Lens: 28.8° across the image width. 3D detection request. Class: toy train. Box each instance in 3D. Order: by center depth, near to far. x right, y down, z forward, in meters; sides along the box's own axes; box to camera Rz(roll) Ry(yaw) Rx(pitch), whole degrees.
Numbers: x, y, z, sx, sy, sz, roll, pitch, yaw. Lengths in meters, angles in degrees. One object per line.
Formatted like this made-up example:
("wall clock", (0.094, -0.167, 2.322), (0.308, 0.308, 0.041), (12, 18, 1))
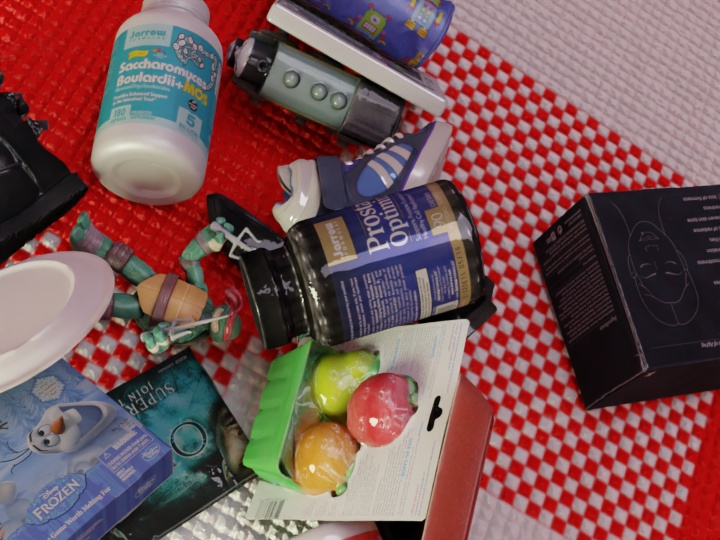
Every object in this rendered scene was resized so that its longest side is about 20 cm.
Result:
("toy train", (-0.043, -0.184, 1.431), (0.198, 0.114, 0.086), (24, 95, -13))

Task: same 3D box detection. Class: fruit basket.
("fruit basket", (0.000, 0.135, 1.232), (0.094, 0.198, 0.188), (46, 50, -45))

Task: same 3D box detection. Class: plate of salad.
("plate of salad", (-0.292, 0.053, 1.168), (0.200, 0.198, 0.049), (-47, 130, -34))

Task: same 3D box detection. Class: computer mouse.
("computer mouse", (-0.071, -0.003, 1.332), (0.199, 0.140, 0.046), (37, 82, -8))

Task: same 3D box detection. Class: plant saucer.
("plant saucer", (0.082, 0.198, 1.212), (0.036, 0.200, 0.203), (13, 83, 8))

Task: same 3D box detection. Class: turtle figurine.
("turtle figurine", (-0.177, 0.024, 1.281), (0.197, 0.101, 0.151), (16, 49, -2))

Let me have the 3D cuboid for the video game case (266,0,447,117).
("video game case", (-0.003, -0.228, 1.460), (0.198, 0.024, 0.182), (28, 12, -7))

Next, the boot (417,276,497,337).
("boot", (0.051, 0.002, 1.373), (0.158, 0.079, 0.211), (43, 12, -5))

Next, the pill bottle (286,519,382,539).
("pill bottle", (-0.005, 0.321, 1.208), (0.111, 0.112, 0.202), (-14, 73, -30))

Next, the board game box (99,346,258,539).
("board game box", (-0.196, 0.170, 1.240), (0.199, 0.028, 0.136), (-30, 80, -34))

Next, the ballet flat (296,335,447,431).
("ballet flat", (0.024, 0.107, 1.366), (0.199, 0.069, 0.070), (41, 55, -4))

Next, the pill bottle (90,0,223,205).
("pill bottle", (-0.193, -0.174, 1.364), (0.109, 0.111, 0.203), (15, 60, -18))

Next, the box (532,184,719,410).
("box", (0.318, 0.026, 1.504), (0.197, 0.124, 0.199), (-4, 66, -28))

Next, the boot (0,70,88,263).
("boot", (-0.357, -0.088, 1.265), (0.163, 0.073, 0.198), (47, 48, -1))

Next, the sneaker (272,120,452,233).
("sneaker", (-0.004, -0.095, 1.353), (0.145, 0.081, 0.201), (22, 51, 9))

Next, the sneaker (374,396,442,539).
("sneaker", (0.047, 0.174, 1.280), (0.079, 0.086, 0.204), (1, 84, -9))

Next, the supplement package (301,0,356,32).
("supplement package", (-0.001, -0.387, 1.561), (0.113, 0.110, 0.202), (29, 56, -10))

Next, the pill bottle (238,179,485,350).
("pill bottle", (0.000, 0.000, 1.216), (0.197, 0.112, 0.113), (-17, 72, -8))

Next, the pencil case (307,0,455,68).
("pencil case", (-0.002, -0.285, 1.448), (0.198, 0.087, 0.079), (29, 41, -8))

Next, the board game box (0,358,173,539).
("board game box", (-0.292, 0.159, 1.149), (0.198, 0.044, 0.200), (34, 52, 22))
